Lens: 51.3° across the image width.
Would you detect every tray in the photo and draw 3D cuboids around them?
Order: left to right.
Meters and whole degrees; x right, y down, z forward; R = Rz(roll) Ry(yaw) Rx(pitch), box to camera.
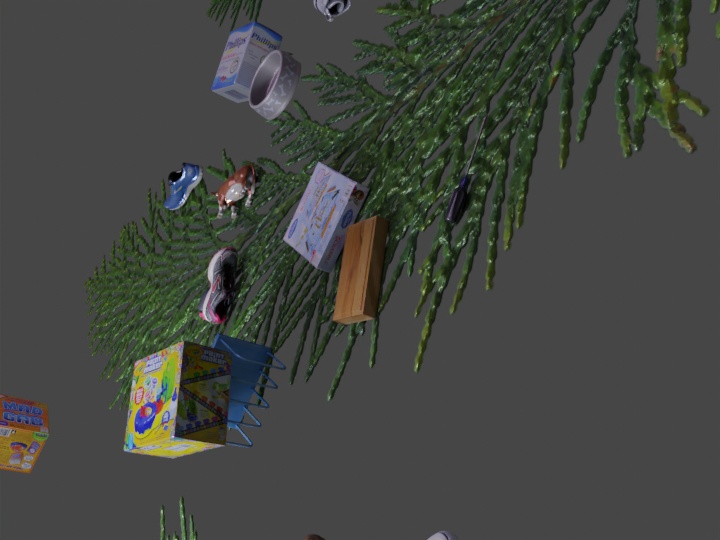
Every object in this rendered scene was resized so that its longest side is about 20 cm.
[{"bbox_3d":[0.000,0.000,1.470,0.098,0.037,0.201,-17,58,51],"label":"tray"}]

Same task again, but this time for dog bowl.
[{"bbox_3d":[-0.245,-0.525,2.098,0.200,0.059,0.201,-32,47,42],"label":"dog bowl"}]

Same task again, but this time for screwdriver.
[{"bbox_3d":[0.191,-0.177,1.304,0.028,0.029,0.201,16,82,58],"label":"screwdriver"}]

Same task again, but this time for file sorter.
[{"bbox_3d":[-0.267,0.263,1.622,0.123,0.138,0.201,28,96,53],"label":"file sorter"}]

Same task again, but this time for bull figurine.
[{"bbox_3d":[-0.352,-0.212,2.076,0.200,0.065,0.122,-40,47,41],"label":"bull figurine"}]

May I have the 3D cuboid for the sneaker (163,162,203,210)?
[{"bbox_3d":[-0.594,-0.281,2.440,0.200,0.089,0.079,-48,37,29],"label":"sneaker"}]

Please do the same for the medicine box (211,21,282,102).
[{"bbox_3d":[-0.343,-0.621,2.252,0.182,0.103,0.201,9,81,57],"label":"medicine box"}]

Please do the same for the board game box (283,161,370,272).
[{"bbox_3d":[-0.079,-0.121,1.646,0.199,0.041,0.201,38,105,56],"label":"board game box"}]

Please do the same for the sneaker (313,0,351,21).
[{"bbox_3d":[-0.048,-0.735,1.917,0.200,0.075,0.115,-56,35,28],"label":"sneaker"}]

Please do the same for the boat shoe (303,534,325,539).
[{"bbox_3d":[-0.108,0.552,1.293,0.068,0.072,0.201,19,82,62],"label":"boat shoe"}]

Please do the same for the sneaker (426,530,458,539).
[{"bbox_3d":[0.067,0.449,1.088,0.200,0.071,0.073,-53,36,23],"label":"sneaker"}]

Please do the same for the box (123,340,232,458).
[{"bbox_3d":[-0.374,0.270,1.541,0.200,0.122,0.193,-24,56,41],"label":"box"}]

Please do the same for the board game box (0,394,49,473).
[{"bbox_3d":[-1.363,0.640,2.945,0.200,0.200,0.200,-60,34,14],"label":"board game box"}]

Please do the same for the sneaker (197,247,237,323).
[{"bbox_3d":[-0.350,0.039,1.929,0.075,0.080,0.201,17,94,43],"label":"sneaker"}]
